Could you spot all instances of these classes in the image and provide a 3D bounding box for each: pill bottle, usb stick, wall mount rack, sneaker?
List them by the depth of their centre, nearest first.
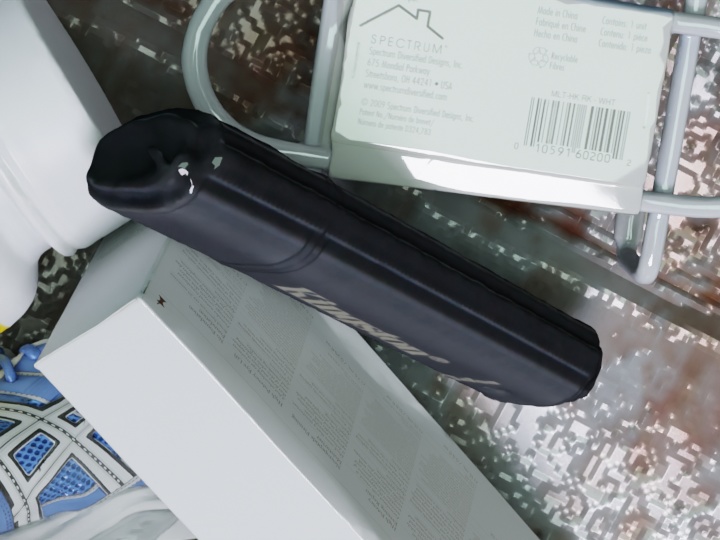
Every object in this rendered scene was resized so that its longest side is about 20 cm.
[{"bbox_3d":[0.000,0.000,0.790,0.200,0.055,0.033,27,66,-43],"label":"usb stick"},{"bbox_3d":[-0.172,-0.010,0.796,0.200,0.114,0.114,-31,99,1],"label":"pill bottle"},{"bbox_3d":[-0.121,0.063,0.804,0.200,0.076,0.077,-5,86,-43],"label":"sneaker"},{"bbox_3d":[0.047,-0.090,0.822,0.200,0.075,0.174,8,101,-5],"label":"wall mount rack"}]

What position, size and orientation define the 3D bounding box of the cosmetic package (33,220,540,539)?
[{"bbox_3d":[-0.012,0.069,0.813,0.051,0.083,0.200,-32,110,26],"label":"cosmetic package"}]
